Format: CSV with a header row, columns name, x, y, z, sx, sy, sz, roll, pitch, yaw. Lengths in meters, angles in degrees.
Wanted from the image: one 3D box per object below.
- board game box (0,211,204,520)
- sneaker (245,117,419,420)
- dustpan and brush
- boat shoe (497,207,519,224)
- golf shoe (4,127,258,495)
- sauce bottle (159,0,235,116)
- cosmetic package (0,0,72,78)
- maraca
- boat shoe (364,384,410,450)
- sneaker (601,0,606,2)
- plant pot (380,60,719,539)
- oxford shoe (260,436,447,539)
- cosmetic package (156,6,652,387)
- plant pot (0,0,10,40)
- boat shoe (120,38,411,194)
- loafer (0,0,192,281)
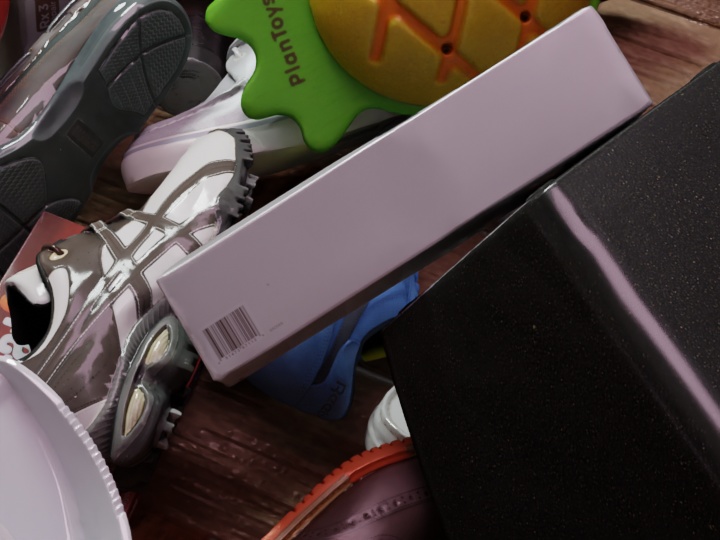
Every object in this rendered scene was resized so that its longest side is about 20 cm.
name,x,y,z,sx,sy,sz,roll,pitch,yaw
board game box,-0.136,0.062,0.837,0.102,0.020,0.201,20,47,3
sneaker,0.000,0.000,0.916,0.078,0.066,0.201,37,40,-4
dustpan and brush,-0.119,0.131,0.691,0.200,0.057,0.139,49,55,1
boat shoe,0.107,-0.049,0.930,0.063,0.072,0.200,-10,19,-12
golf shoe,-0.105,-0.001,0.834,0.094,0.078,0.201,19,46,-2
sauce bottle,-0.091,-0.165,1.074,0.065,0.067,0.201,3,41,-3
cosmetic package,-0.193,-0.172,1.046,0.073,0.102,0.200,-20,49,-25
maraca,0.025,-0.138,0.917,0.198,0.138,0.107,-23,7,-3
boat shoe,0.084,0.031,0.875,0.199,0.070,0.071,-28,53,-30
sneaker,0.086,-0.148,1.064,0.197,0.080,0.130,-1,44,-7
plant pot,0.128,0.039,0.732,0.199,0.200,0.178,-34,84,-35
oxford shoe,-0.009,0.133,0.762,0.199,0.072,0.073,-30,56,-19
cosmetic package,0.016,-0.027,0.752,0.199,0.083,0.051,-32,84,-4
plant pot,-0.285,-0.132,0.901,0.199,0.182,0.202,-29,37,25
boat shoe,-0.035,-0.095,0.971,0.198,0.072,0.069,-20,84,-10
loafer,-0.165,-0.062,0.926,0.063,0.072,0.200,30,73,39
